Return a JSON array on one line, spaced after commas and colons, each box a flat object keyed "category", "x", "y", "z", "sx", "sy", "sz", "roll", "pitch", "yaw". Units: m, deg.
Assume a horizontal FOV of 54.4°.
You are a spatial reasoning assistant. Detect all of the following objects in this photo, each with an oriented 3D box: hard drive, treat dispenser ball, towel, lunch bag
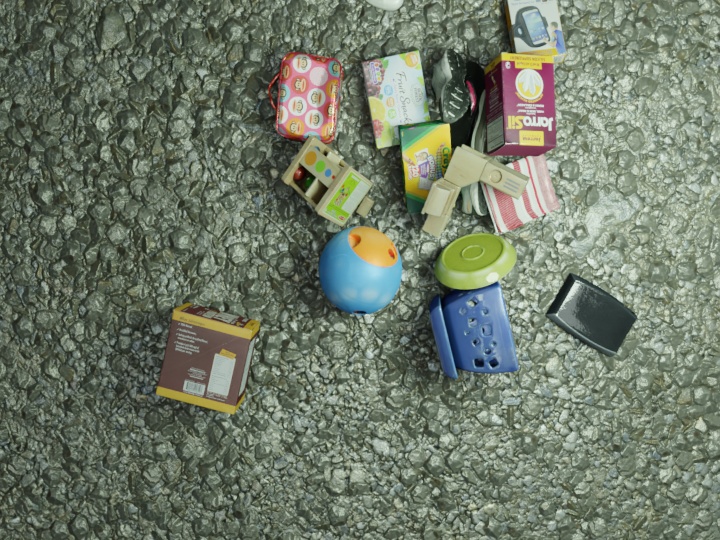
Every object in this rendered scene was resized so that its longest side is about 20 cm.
[{"category": "hard drive", "x": 0.571, "y": 0.111, "z": 1.719, "sx": 0.197, "sy": 0.042, "sz": 0.137, "roll": 32, "pitch": 94, "yaw": -2}, {"category": "treat dispenser ball", "x": 0.000, "y": 0.000, "z": 1.630, "sx": 0.195, "sy": 0.201, "sz": 0.207, "roll": 0, "pitch": 95, "yaw": 0}, {"category": "towel", "x": 0.381, "y": -0.186, "z": 1.665, "sx": 0.196, "sy": 0.023, "sz": 0.148, "roll": -23, "pitch": 95, "yaw": -25}, {"category": "lunch bag", "x": -0.134, "y": -0.406, "z": 1.658, "sx": 0.171, "sy": 0.082, "sz": 0.206, "roll": 9, "pitch": 95, "yaw": 0}]

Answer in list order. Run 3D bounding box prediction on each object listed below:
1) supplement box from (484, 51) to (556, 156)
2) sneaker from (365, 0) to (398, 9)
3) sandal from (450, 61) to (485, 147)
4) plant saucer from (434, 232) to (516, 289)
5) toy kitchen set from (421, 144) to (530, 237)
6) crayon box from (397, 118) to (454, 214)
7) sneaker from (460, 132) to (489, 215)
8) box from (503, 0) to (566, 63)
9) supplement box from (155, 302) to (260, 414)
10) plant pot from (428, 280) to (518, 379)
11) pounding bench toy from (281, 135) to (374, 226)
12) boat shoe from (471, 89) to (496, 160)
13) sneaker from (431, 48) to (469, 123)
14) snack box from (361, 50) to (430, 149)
[{"category": "supplement box", "x": 0.353, "y": -0.364, "z": 1.553, "sx": 0.127, "sy": 0.103, "sz": 0.206, "roll": -1, "pitch": 86, "yaw": -13}, {"category": "sneaker", "x": 0.016, "y": -0.683, "z": 1.637, "sx": 0.198, "sy": 0.085, "sz": 0.074, "roll": 34, "pitch": 92, "yaw": -4}, {"category": "sandal", "x": 0.248, "y": -0.396, "z": 1.659, "sx": 0.074, "sy": 0.045, "sz": 0.206, "roll": 12, "pitch": 91, "yaw": 40}, {"category": "plant saucer", "x": 0.264, "y": -0.032, "z": 1.634, "sx": 0.195, "sy": 0.202, "sz": 0.032, "roll": -19, "pitch": 123, "yaw": 2}, {"category": "toy kitchen set", "x": 0.245, "y": -0.144, "z": 1.550, "sx": 0.177, "sy": 0.163, "sz": 0.204, "roll": 27, "pitch": 111, "yaw": 12}, {"category": "crayon box", "x": 0.156, "y": -0.246, "z": 1.654, "sx": 0.115, "sy": 0.059, "sz": 0.205, "roll": -8, "pitch": 113, "yaw": 0}, {"category": "sneaker", "x": 0.269, "y": -0.231, "z": 1.678, "sx": 0.073, "sy": 0.078, "sz": 0.206, "roll": 10, "pitch": 78, "yaw": -41}, {"category": "box", "x": 0.406, "y": -0.582, "z": 1.643, "sx": 0.115, "sy": 0.042, "sz": 0.206, "roll": -7, "pitch": 79, "yaw": 0}, {"category": "supplement box", "x": -0.362, "y": 0.206, "z": 1.679, "sx": 0.192, "sy": 0.133, "sz": 0.206, "roll": 14, "pitch": 94, "yaw": -1}, {"category": "plant pot", "x": 0.259, "y": 0.136, "z": 1.650, "sx": 0.175, "sy": 0.200, "sz": 0.205, "roll": -15, "pitch": 95, "yaw": 8}, {"category": "pounding bench toy", "x": -0.067, "y": -0.204, "z": 1.659, "sx": 0.156, "sy": 0.199, "sz": 0.125, "roll": 42, "pitch": 99, "yaw": 28}, {"category": "boat shoe", "x": 0.305, "y": -0.327, "z": 1.622, "sx": 0.071, "sy": 0.059, "sz": 0.208, "roll": 16, "pitch": 80, "yaw": -42}, {"category": "sneaker", "x": 0.201, "y": -0.414, "z": 1.618, "sx": 0.073, "sy": 0.079, "sz": 0.205, "roll": 25, "pitch": 52, "yaw": -28}, {"category": "snack box", "x": 0.088, "y": -0.405, "z": 1.673, "sx": 0.138, "sy": 0.053, "sz": 0.206, "roll": -11, "pitch": 96, "yaw": 0}]
